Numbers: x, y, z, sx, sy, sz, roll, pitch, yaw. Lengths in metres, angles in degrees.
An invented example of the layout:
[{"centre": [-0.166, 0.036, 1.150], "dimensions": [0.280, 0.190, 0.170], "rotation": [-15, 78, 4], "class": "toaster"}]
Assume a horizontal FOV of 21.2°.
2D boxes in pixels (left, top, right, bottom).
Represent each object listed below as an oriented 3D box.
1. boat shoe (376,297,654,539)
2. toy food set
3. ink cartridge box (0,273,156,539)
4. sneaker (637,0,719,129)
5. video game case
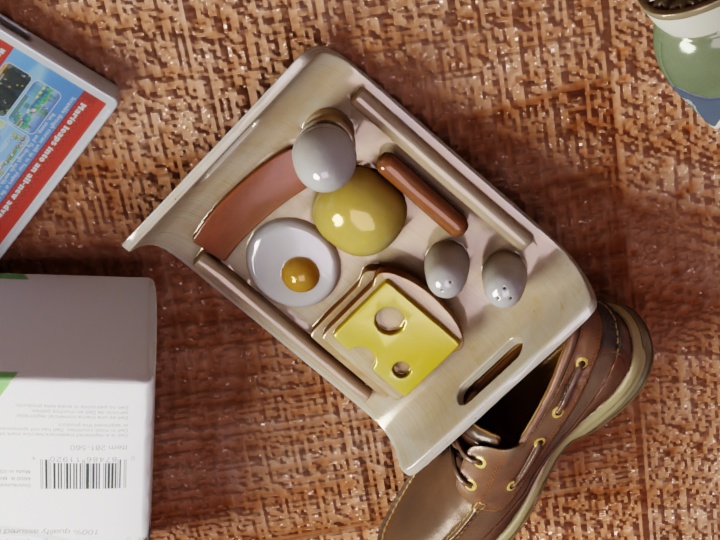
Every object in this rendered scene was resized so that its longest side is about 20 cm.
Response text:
[{"centre": [0.070, 0.090, 1.040], "dimensions": [0.067, 0.072, 0.200], "rotation": [21, 116, -46], "class": "boat shoe"}, {"centre": [0.000, 0.000, 0.974], "dimensions": [0.200, 0.061, 0.143], "rotation": [40, 112, -14], "class": "toy food set"}, {"centre": [-0.182, 0.104, 1.017], "dimensions": [0.145, 0.085, 0.201], "rotation": [2, 130, -7], "class": "ink cartridge box"}, {"centre": [0.228, -0.124, 0.867], "dimensions": [0.199, 0.067, 0.090], "rotation": [-18, 132, 7], "class": "sneaker"}, {"centre": [-0.238, -0.085, 0.936], "dimensions": [0.199, 0.017, 0.143], "rotation": [32, 115, -23], "class": "video game case"}]
